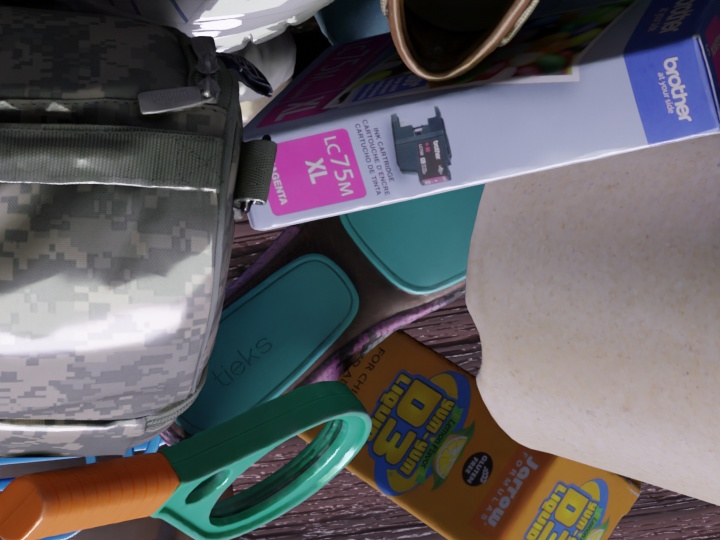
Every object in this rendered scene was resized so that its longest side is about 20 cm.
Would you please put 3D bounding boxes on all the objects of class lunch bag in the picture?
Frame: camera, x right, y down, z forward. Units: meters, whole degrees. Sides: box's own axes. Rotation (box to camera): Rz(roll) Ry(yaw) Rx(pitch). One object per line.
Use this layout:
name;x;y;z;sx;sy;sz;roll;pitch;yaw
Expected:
lunch bag;-0.135;-0.017;0.906;0.199;0.140;0.168;1;169;-11

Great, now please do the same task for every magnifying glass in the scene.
magnifying glass;-0.062;0.076;1.039;0.080;0.022;0.200;-46;158;25

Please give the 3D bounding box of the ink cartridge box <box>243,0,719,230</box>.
ink cartridge box;0.066;-0.067;0.985;0.199;0.119;0.042;-9;107;20

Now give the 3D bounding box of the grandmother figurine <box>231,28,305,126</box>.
grandmother figurine;-0.016;-0.049;1.151;0.121;0.061;0.200;-32;147;13

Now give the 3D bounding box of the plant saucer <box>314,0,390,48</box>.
plant saucer;0.080;-0.117;1.041;0.199;0.036;0.200;0;152;0

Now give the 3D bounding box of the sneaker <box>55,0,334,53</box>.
sneaker;-0.094;-0.129;0.961;0.199;0.075;0.087;9;145;2

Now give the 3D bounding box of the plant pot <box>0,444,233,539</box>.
plant pot;-0.188;0.106;1.324;0.199;0.201;0.173;-19;139;32

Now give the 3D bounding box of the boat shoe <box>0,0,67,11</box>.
boat shoe;-0.179;-0.084;1.077;0.199;0.061;0.074;-20;148;34

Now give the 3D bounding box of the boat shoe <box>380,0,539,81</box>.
boat shoe;0.049;-0.142;0.899;0.075;0.074;0.200;13;133;0

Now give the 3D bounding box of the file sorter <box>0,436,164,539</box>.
file sorter;-0.144;0.027;1.125;0.138;0.123;0.200;-7;-171;12

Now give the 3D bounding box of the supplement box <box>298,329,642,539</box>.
supplement box;0.026;0.068;1.253;0.200;0.067;0.069;31;177;41

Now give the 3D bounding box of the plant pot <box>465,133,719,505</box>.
plant pot;0.145;0.010;1.017;0.183;0.201;0.200;6;160;32

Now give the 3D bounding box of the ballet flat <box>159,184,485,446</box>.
ballet flat;0.000;0.000;1.113;0.200;0.069;0.071;-39;178;-2
